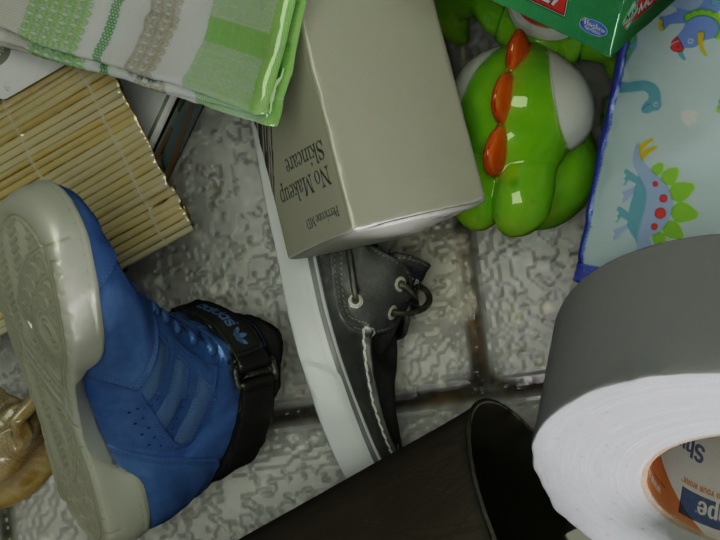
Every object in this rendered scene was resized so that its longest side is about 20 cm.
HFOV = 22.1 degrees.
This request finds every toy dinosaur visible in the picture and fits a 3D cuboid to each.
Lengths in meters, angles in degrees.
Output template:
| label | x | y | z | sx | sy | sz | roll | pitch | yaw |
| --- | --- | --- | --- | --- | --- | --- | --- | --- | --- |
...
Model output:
| label | x | y | z | sx | sy | sz | roll | pitch | yaw |
| --- | --- | --- | --- | --- | --- | --- | --- | --- | --- |
| toy dinosaur | -0.192 | 0.093 | 0.880 | 0.200 | 0.101 | 0.058 | -36 | 54 | 2 |

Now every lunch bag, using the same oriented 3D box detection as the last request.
| label | x | y | z | sx | sy | sz | roll | pitch | yaw |
| --- | --- | --- | --- | --- | --- | --- | --- | --- | --- |
| lunch bag | 0.205 | -0.055 | 0.813 | 0.199 | 0.127 | 0.171 | 12 | 89 | -3 |

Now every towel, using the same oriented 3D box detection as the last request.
| label | x | y | z | sx | sy | sz | roll | pitch | yaw |
| --- | --- | --- | --- | --- | --- | --- | --- | --- | --- |
| towel | -0.101 | -0.155 | 0.789 | 0.199 | 0.031 | 0.150 | 20 | 105 | 34 |

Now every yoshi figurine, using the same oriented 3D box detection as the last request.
| label | x | y | z | sx | sy | sz | roll | pitch | yaw |
| --- | --- | --- | --- | --- | --- | --- | --- | --- | --- |
| yoshi figurine | 0.088 | -0.103 | 0.861 | 0.112 | 0.112 | 0.201 | 26 | 75 | -32 |

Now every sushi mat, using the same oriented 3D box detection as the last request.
| label | x | y | z | sx | sy | sz | roll | pitch | yaw |
| --- | --- | --- | --- | --- | --- | --- | --- | --- | --- |
| sushi mat | -0.179 | -0.017 | 0.861 | 0.199 | 0.012 | 0.096 | -27 | 95 | 16 |

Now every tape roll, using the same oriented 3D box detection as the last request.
| label | x | y | z | sx | sy | sz | roll | pitch | yaw |
| --- | --- | --- | --- | --- | --- | --- | --- | --- | --- |
| tape roll | 0.175 | 0.068 | 0.775 | 0.199 | 0.201 | 0.066 | 10 | 58 | 8 |

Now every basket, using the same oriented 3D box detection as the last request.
| label | x | y | z | sx | sy | sz | roll | pitch | yaw |
| --- | --- | --- | --- | --- | --- | --- | --- | --- | --- |
| basket | -0.001 | 0.161 | 0.824 | 0.199 | 0.180 | 0.136 | -27 | 68 | 15 |

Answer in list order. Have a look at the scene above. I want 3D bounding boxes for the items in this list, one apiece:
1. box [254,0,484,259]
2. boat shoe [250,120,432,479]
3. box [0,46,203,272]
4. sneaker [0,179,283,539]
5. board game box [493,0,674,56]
| label | x | y | z | sx | sy | sz | roll | pitch | yaw |
| --- | --- | --- | --- | --- | --- | --- | --- | --- | --- |
| box | -0.014 | -0.112 | 0.810 | 0.068 | 0.082 | 0.201 | -12 | 85 | -25 |
| boat shoe | 0.000 | 0.000 | 0.872 | 0.066 | 0.070 | 0.201 | -14 | 79 | 8 |
| box | -0.128 | -0.113 | 0.892 | 0.116 | 0.060 | 0.201 | 27 | 92 | 7 |
| sneaker | -0.094 | 0.028 | 0.834 | 0.111 | 0.201 | 0.077 | -29 | 41 | -26 |
| board game box | 0.099 | -0.168 | 0.774 | 0.134 | 0.200 | 0.029 | 29 | 136 | 22 |
